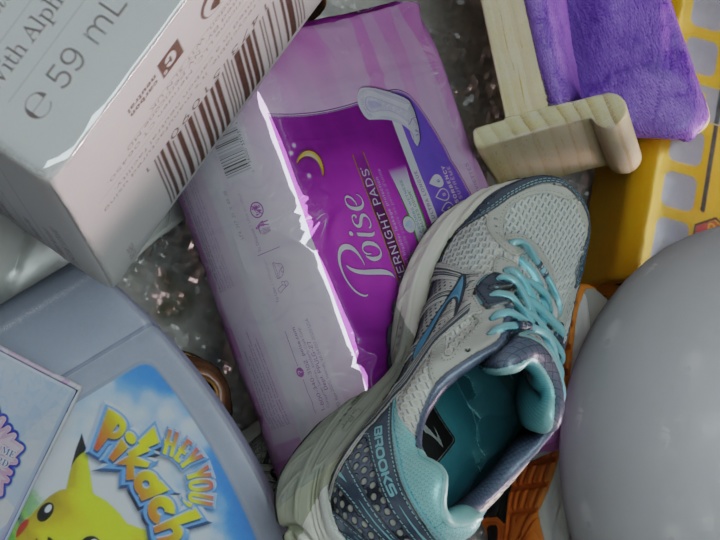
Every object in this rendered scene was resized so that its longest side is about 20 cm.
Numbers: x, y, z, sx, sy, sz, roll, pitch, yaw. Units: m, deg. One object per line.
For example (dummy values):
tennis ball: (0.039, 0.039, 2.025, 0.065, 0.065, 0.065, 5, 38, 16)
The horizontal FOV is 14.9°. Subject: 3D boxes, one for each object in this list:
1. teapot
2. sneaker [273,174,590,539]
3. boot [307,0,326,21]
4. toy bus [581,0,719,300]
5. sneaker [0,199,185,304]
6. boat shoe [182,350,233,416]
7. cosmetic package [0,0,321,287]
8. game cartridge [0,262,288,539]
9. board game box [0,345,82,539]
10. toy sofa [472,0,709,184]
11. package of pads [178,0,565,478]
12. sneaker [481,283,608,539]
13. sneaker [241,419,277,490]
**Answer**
teapot: (0.188, 0.071, 1.102, 0.197, 0.146, 0.201, -23, 106, -33)
sneaker: (0.051, 0.039, 1.030, 0.078, 0.086, 0.200, 45, 52, -20)
boot: (-0.038, -0.191, 1.105, 0.076, 0.200, 0.156, 3, 74, -7)
toy bus: (0.147, -0.042, 1.216, 0.078, 0.065, 0.201, 13, 79, -17)
sneaker: (-0.105, -0.060, 1.136, 0.080, 0.076, 0.201, 25, 81, -24)
boat shoe: (-0.127, 0.105, 1.103, 0.072, 0.068, 0.200, 46, 72, -8)
cosmetic package: (-0.127, -0.129, 0.961, 0.199, 0.165, 0.165, 33, 81, 9)
game cartridge: (-0.099, 0.102, 1.051, 0.133, 0.040, 0.201, -30, 77, -6)
board game box: (-0.229, 0.085, 0.979, 0.199, 0.041, 0.200, 30, 80, -23)
toy sofa: (0.080, -0.142, 1.165, 0.097, 0.083, 0.201, -13, 76, 8)
package of pads: (0.000, 0.000, 1.109, 0.120, 0.075, 0.201, -18, 87, -46)
sneaker: (0.101, 0.107, 1.186, 0.091, 0.076, 0.201, 5, 86, -29)
sneaker: (-0.051, 0.131, 1.117, 0.078, 0.082, 0.200, 43, 68, -8)
